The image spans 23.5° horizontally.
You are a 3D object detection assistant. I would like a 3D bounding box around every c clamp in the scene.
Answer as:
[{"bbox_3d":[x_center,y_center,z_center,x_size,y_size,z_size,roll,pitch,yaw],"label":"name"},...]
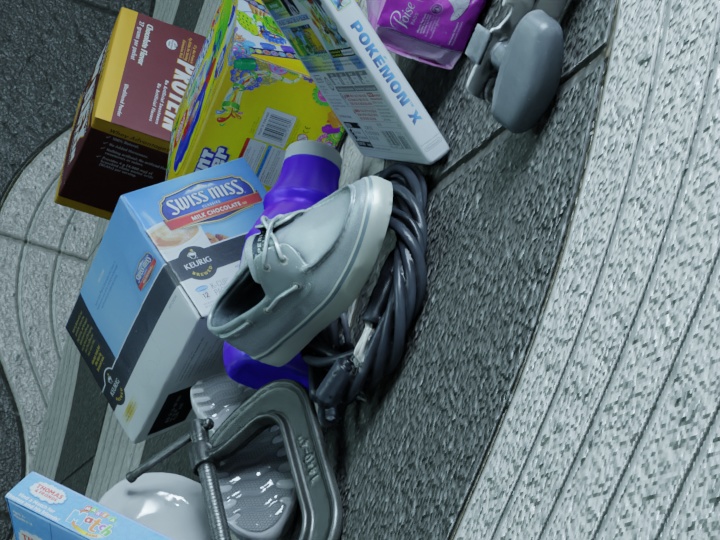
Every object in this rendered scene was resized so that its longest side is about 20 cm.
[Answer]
[{"bbox_3d":[-0.084,0.166,1.234,0.171,0.027,0.201,-42,41,15],"label":"c clamp"}]

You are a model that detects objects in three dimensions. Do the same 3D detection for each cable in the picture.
[{"bbox_3d":[0.000,0.000,1.209,0.201,0.050,0.164,-90,22,-50],"label":"cable"}]

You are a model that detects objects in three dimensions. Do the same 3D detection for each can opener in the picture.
[{"bbox_3d":[0.121,-0.174,0.988,0.067,0.053,0.201,46,124,37],"label":"can opener"}]

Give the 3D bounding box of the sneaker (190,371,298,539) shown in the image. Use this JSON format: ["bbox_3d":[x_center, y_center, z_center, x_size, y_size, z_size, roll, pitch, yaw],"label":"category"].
[{"bbox_3d":[-0.081,0.156,1.348,0.200,0.074,0.083,-112,6,-61],"label":"sneaker"}]

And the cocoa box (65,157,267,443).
[{"bbox_3d":[-0.146,0.026,1.469,0.132,0.133,0.200,55,141,20],"label":"cocoa box"}]

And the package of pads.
[{"bbox_3d":[0.050,-0.245,1.248,0.201,0.075,0.121,-96,26,-57],"label":"package of pads"}]

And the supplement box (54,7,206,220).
[{"bbox_3d":[-0.194,-0.140,1.806,0.200,0.195,0.134,133,150,-58],"label":"supplement box"}]

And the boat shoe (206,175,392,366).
[{"bbox_3d":[-0.047,-0.001,1.170,0.201,0.071,0.071,-48,30,46],"label":"boat shoe"}]

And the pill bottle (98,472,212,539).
[{"bbox_3d":[-0.167,0.263,1.386,0.201,0.110,0.112,103,173,-46],"label":"pill bottle"}]

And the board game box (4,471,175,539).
[{"bbox_3d":[-0.182,0.257,1.277,0.037,0.150,0.202,-44,-37,-40],"label":"board game box"}]

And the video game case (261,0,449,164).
[{"bbox_3d":[-0.017,-0.159,1.247,0.022,0.183,0.200,-35,12,-7],"label":"video game case"}]

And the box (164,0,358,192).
[{"bbox_3d":[-0.090,-0.148,1.577,0.193,0.121,0.201,-92,23,-54],"label":"box"}]

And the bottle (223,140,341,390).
[{"bbox_3d":[-0.051,-0.005,1.343,0.065,0.083,0.202,131,153,-59],"label":"bottle"}]
